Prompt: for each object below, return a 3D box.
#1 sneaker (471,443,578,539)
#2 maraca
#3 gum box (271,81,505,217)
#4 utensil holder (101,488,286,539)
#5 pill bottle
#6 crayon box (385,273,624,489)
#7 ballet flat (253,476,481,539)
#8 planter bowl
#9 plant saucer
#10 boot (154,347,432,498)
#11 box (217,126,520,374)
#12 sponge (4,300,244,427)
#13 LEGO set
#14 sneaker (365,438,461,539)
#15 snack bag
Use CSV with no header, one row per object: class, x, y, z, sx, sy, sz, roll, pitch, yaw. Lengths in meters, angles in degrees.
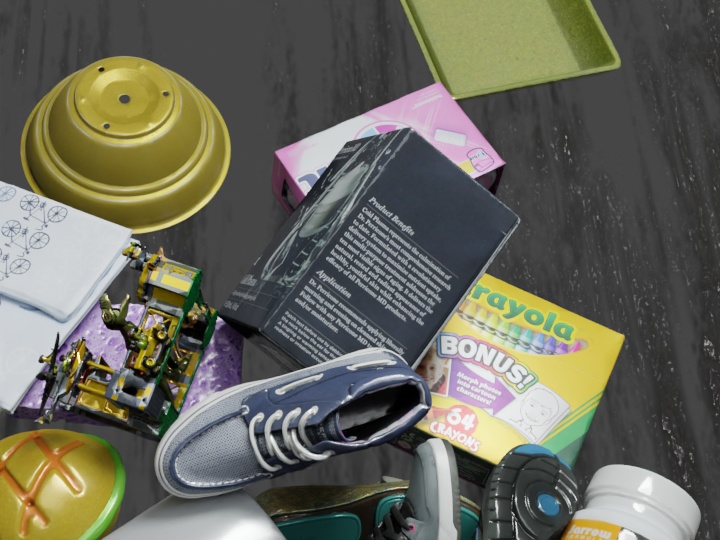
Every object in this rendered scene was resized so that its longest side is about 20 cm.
sneaker,0.111,0.217,1.069,0.073,0.082,0.200,31,44,1
maraca,-0.277,0.191,1.073,0.200,0.107,0.137,-18,38,8
gum box,0.020,-0.087,1.300,0.200,0.066,0.114,-25,64,-21
utensil holder,-0.149,0.267,1.005,0.200,0.170,0.170,-32,68,-25
pill bottle,0.193,0.262,1.085,0.116,0.116,0.200,26,59,8
crayon box,0.109,0.095,1.208,0.200,0.058,0.173,24,59,7
ballet flat,0.003,0.200,1.132,0.200,0.071,0.071,-2,59,-12
planter bowl,-0.221,-0.140,1.289,0.200,0.083,0.201,4,58,-6
plant saucer,0.142,-0.258,1.432,0.200,0.048,0.200,-12,62,-15
boot,-0.050,0.110,0.966,0.200,0.090,0.073,-25,99,-8
box,0.000,0.000,1.122,0.124,0.200,0.197,40,81,-13
sponge,-0.201,0.082,1.190,0.200,0.030,0.112,5,59,-4
LEGO set,-0.195,0.055,1.089,0.116,0.200,0.154,19,83,4
sneaker,0.008,0.226,1.066,0.121,0.084,0.200,6,92,-9
snack bag,-0.322,0.014,1.192,0.188,0.021,0.200,21,60,21
